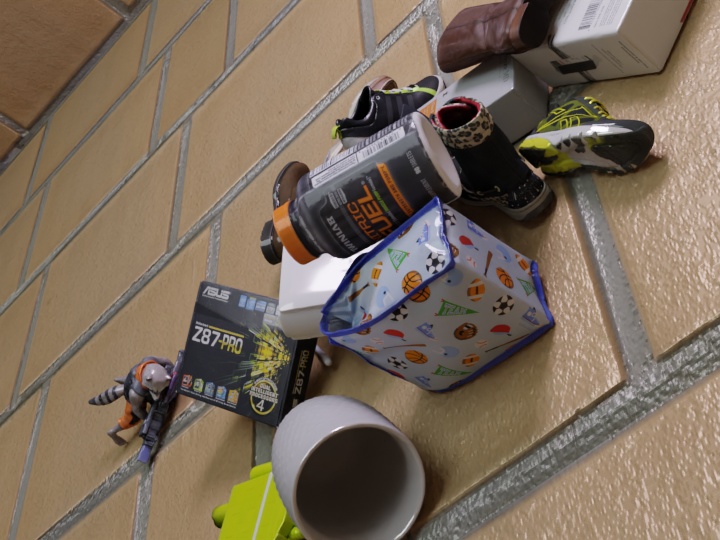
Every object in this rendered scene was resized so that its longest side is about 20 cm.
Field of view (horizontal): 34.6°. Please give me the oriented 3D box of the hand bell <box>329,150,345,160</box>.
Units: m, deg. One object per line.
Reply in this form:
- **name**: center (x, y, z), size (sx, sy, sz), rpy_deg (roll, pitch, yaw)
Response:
- **hand bell**: center (0.010, -0.064, 1.578), size (0.104, 0.104, 0.201), rpy_deg (-40, 40, 26)

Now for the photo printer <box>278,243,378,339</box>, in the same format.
- **photo printer**: center (0.000, 0.000, 1.452), size (0.198, 0.070, 0.167), rpy_deg (-9, 45, 11)

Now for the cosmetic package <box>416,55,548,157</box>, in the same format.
- **cosmetic package**: center (0.147, -0.197, 1.506), size (0.200, 0.071, 0.102), rpy_deg (-33, 35, 36)

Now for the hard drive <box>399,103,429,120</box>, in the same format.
- **hard drive**: center (0.054, -0.129, 1.409), size (0.200, 0.042, 0.136), rpy_deg (-77, -1, -76)

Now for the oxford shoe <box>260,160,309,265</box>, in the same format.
- **oxford shoe**: center (-0.094, -0.097, 1.800), size (0.084, 0.073, 0.201), rpy_deg (-17, 45, 26)

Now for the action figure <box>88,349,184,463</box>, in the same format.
- **action figure**: center (-0.360, 0.212, 1.845), size (0.193, 0.104, 0.201), rpy_deg (-40, 28, 46)

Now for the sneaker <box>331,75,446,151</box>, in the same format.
- **sneaker**: center (0.042, -0.237, 1.657), size (0.200, 0.083, 0.072), rpy_deg (-42, 23, -24)

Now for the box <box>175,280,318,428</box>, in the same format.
- **box**: center (-0.151, 0.111, 1.555), size (0.199, 0.049, 0.162), rpy_deg (14, 88, 38)

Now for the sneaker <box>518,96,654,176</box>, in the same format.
- **sneaker**: center (0.254, -0.160, 1.292), size (0.200, 0.074, 0.085), rpy_deg (5, 64, 59)

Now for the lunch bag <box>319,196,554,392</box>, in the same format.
- **lunch bag**: center (0.076, 0.040, 1.257), size (0.200, 0.169, 0.124), rpy_deg (-41, 36, 30)

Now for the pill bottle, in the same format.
- **pill bottle**: center (0.003, -0.081, 1.268), size (0.199, 0.106, 0.107), rpy_deg (-29, 35, 16)

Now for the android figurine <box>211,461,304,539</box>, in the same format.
- **android figurine**: center (-0.124, 0.315, 1.421), size (0.199, 0.041, 0.183), rpy_deg (-28, 38, 43)

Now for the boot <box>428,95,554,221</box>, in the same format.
- **boot**: center (0.132, -0.145, 1.377), size (0.074, 0.154, 0.203), rpy_deg (-46, 29, -6)

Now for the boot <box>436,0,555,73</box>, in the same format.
- **boot**: center (0.182, -0.340, 1.448), size (0.187, 0.064, 0.200), rpy_deg (-62, 22, -13)

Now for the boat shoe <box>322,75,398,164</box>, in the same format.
- **boat shoe**: center (0.015, -0.199, 1.732), size (0.071, 0.076, 0.201), rpy_deg (16, 74, 33)

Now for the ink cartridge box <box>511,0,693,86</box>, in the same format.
- **ink cartridge box**: center (0.291, -0.309, 1.383), size (0.200, 0.084, 0.145), rpy_deg (6, 66, 59)

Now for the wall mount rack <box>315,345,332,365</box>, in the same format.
- **wall mount rack**: center (-0.055, 0.041, 1.579), size (0.173, 0.074, 0.201), rpy_deg (34, 91, 30)

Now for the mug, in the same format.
- **mug**: center (-0.028, 0.237, 1.267), size (0.175, 0.146, 0.202), rpy_deg (-150, 64, -70)
